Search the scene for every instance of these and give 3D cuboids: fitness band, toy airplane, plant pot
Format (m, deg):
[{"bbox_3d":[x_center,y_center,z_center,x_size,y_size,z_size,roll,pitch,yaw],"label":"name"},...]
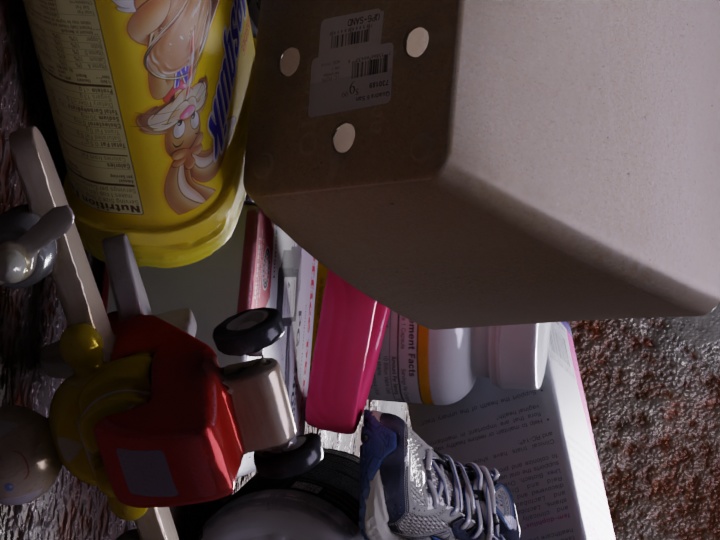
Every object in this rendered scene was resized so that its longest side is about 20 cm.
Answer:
[{"bbox_3d":[0.000,0.000,1.563,0.144,0.037,0.200,-73,173,-50],"label":"fitness band"},{"bbox_3d":[-0.117,0.059,1.242,0.200,0.141,0.199,59,-18,25],"label":"toy airplane"},{"bbox_3d":[0.054,-0.089,1.362,0.177,0.200,0.200,17,75,-45],"label":"plant pot"}]

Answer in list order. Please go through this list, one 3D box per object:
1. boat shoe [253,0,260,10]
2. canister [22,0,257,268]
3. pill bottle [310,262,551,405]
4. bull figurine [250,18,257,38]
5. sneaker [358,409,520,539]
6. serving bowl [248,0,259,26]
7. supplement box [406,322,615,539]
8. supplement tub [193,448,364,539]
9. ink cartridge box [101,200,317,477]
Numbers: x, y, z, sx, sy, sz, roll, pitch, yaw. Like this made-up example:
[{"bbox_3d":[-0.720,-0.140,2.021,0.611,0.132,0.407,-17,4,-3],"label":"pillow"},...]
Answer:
[{"bbox_3d":[-0.033,-0.159,1.546,0.200,0.076,0.060,-119,-140,-75],"label":"boat shoe"},{"bbox_3d":[-0.104,-0.121,1.307,0.200,0.086,0.149,81,17,-47],"label":"canister"},{"bbox_3d":[0.016,0.025,1.714,0.113,0.200,0.113,4,90,-80],"label":"pill bottle"},{"bbox_3d":[-0.047,-0.086,1.531,0.065,0.121,0.200,-43,-171,3],"label":"bull figurine"},{"bbox_3d":[0.050,0.136,1.632,0.200,0.085,0.077,63,24,-61],"label":"sneaker"},{"bbox_3d":[-0.003,-0.095,1.712,0.066,0.200,0.200,-47,175,10],"label":"serving bowl"},{"bbox_3d":[0.098,0.128,1.777,0.101,0.103,0.200,44,32,-64],"label":"supplement box"},{"bbox_3d":[-0.034,0.181,1.721,0.200,0.122,0.123,-38,131,-76],"label":"supplement tub"},{"bbox_3d":[-0.081,0.033,1.499,0.200,0.083,0.145,-3,98,-81],"label":"ink cartridge box"}]
